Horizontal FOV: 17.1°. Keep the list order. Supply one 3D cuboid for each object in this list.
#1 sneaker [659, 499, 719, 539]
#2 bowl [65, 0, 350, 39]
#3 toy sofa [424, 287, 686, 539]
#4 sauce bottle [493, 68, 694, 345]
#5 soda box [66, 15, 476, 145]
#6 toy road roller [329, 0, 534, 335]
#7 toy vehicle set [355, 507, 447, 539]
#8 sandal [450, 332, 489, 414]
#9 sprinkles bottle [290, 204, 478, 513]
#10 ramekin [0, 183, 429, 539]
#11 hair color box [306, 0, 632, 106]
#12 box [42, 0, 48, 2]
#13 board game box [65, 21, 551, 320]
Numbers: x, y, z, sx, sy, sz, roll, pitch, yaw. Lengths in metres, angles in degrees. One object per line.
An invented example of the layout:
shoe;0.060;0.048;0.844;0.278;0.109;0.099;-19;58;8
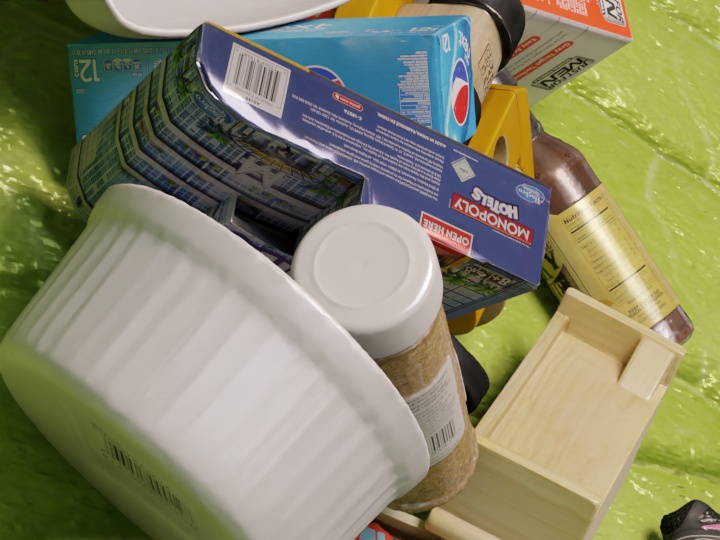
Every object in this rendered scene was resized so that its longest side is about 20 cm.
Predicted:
sneaker;0.259;0.176;1.463;0.199;0.080;0.087;15;45;-45
bowl;-0.092;-0.215;1.210;0.199;0.074;0.202;-15;93;-42
toy sofa;0.107;0.103;1.339;0.082;0.098;0.200;27;32;9
sauce bottle;0.126;-0.030;1.464;0.201;0.065;0.065;57;41;0
soda box;-0.045;-0.092;1.219;0.068;0.198;0.065;-38;127;-68
toy road roller;0.017;-0.072;1.361;0.123;0.145;0.201;-62;149;-45
toy vehicle set;0.011;0.185;1.245;0.199;0.026;0.125;25;50;-33
sandal;0.000;0.001;1.312;0.201;0.075;0.048;48;56;-25
sprinkles bottle;0.014;0.047;1.155;0.200;0.068;0.069;75;12;-59
ramekin;-0.074;0.064;1.107;0.201;0.200;0.098;46;73;-14
hair color box;0.059;-0.161;1.448;0.199;0.101;0.062;12;58;-41
box;-0.234;-0.251;1.272;0.199;0.021;0.165;27;50;-32
board game box;-0.043;-0.017;1.194;0.199;0.200;0.062;24;56;-21
